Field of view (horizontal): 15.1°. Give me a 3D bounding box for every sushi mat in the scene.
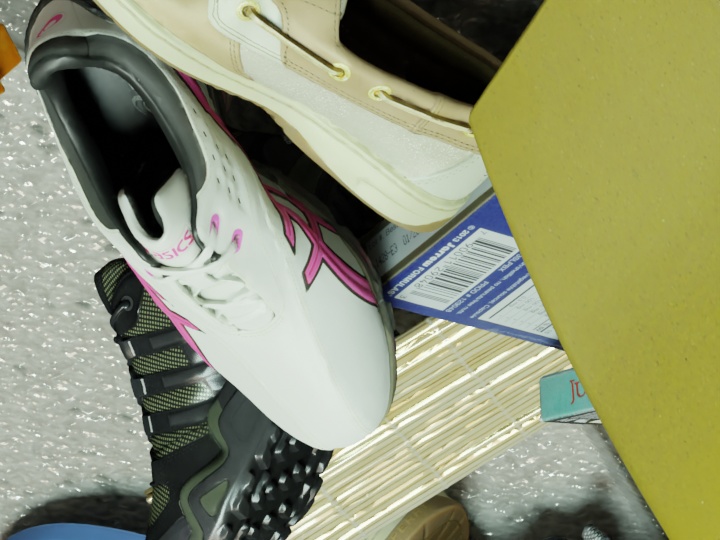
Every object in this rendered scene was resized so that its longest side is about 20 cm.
[{"bbox_3d":[0.014,0.067,1.123,0.199,0.012,0.096,-33,138,12],"label":"sushi mat"}]

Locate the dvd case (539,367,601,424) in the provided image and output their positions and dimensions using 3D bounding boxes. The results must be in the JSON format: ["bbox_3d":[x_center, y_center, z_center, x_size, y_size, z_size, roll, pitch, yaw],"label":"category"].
[{"bbox_3d":[0.188,0.039,1.039,0.199,0.022,0.146,4,167,-33],"label":"dvd case"}]

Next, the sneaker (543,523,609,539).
[{"bbox_3d":[0.068,0.170,1.234,0.078,0.200,0.140,44,123,18],"label":"sneaker"}]

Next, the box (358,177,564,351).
[{"bbox_3d":[0.112,-0.009,1.033,0.199,0.033,0.121,17,139,-36],"label":"box"}]

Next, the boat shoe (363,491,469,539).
[{"bbox_3d":[0.012,0.137,1.272,0.065,0.072,0.200,38,164,20],"label":"boat shoe"}]

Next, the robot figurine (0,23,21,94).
[{"bbox_3d":[-0.207,-0.075,0.972,0.200,0.058,0.146,-19,98,49],"label":"robot figurine"}]

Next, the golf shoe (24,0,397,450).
[{"bbox_3d":[-0.057,-0.012,0.952,0.072,0.092,0.201,-26,107,24],"label":"golf shoe"}]

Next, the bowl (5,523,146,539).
[{"bbox_3d":[-0.094,0.192,1.345,0.199,0.040,0.201,16,151,9],"label":"bowl"}]

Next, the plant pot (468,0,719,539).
[{"bbox_3d":[0.154,-0.047,0.852,0.176,0.200,0.200,47,143,10],"label":"plant pot"}]

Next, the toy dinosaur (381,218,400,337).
[{"bbox_3d":[0.000,0.000,1.095,0.088,0.048,0.200,37,133,-25],"label":"toy dinosaur"}]

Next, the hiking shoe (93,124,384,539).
[{"bbox_3d":[-0.059,0.035,1.066,0.100,0.201,0.076,26,-164,24],"label":"hiking shoe"}]

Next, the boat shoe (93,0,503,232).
[{"bbox_3d":[-0.024,-0.094,0.918,0.200,0.074,0.066,34,122,-28],"label":"boat shoe"}]
